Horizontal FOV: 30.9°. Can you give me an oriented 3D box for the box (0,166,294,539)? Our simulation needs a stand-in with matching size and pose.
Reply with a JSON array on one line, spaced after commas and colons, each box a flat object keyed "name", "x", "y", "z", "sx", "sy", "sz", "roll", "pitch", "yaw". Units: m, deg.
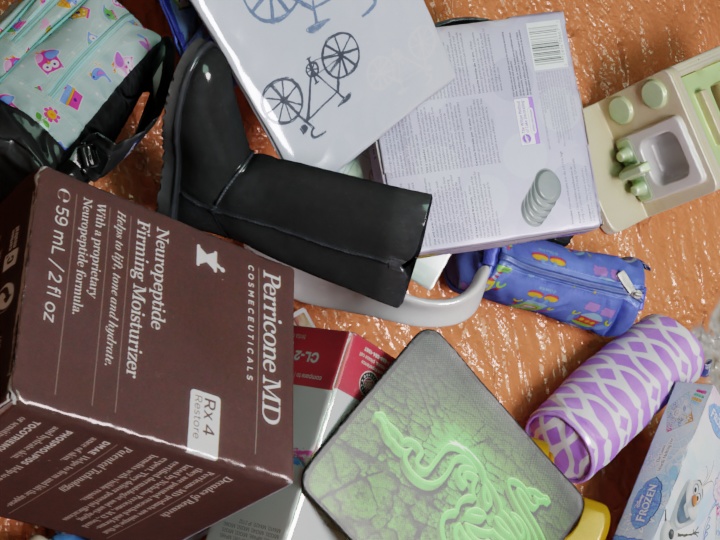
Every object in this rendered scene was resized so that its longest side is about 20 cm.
[{"name": "box", "x": -0.169, "y": 0.067, "z": 0.852, "sx": 0.200, "sy": 0.164, "sz": 0.167, "roll": 22, "pitch": 51, "yaw": -34}]

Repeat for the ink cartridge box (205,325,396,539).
[{"name": "ink cartridge box", "x": -0.024, "y": 0.160, "z": 0.984, "sx": 0.146, "sy": 0.083, "sz": 0.201, "roll": 36, "pitch": 66, "yaw": -46}]

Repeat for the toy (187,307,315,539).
[{"name": "toy", "x": -0.085, "y": 0.118, "z": 1.018, "sx": 0.200, "sy": 0.047, "sz": 0.115, "roll": -30, "pitch": 93, "yaw": -35}]

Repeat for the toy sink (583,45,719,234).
[{"name": "toy sink", "x": 0.320, "y": -0.137, "z": 1.309, "sx": 0.200, "sy": 0.112, "sz": 0.131, "roll": -24, "pitch": 90, "yaw": -35}]

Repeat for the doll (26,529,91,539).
[{"name": "doll", "x": -0.204, "y": 0.143, "z": 0.933, "sx": 0.200, "sy": 0.048, "sz": 0.137, "roll": 48, "pitch": 52, "yaw": -13}]

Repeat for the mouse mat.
[{"name": "mouse mat", "x": 0.066, "y": 0.163, "z": 0.955, "sx": 0.200, "sy": 0.008, "sz": 0.161, "roll": 48, "pitch": 64, "yaw": -15}]

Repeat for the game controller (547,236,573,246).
[{"name": "game controller", "x": 0.136, "y": -0.107, "z": 1.234, "sx": 0.200, "sy": 0.042, "sz": 0.105, "roll": 36, "pitch": 46, "yaw": -21}]

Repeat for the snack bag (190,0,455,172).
[{"name": "snack bag", "x": -0.023, "y": -0.184, "z": 1.009, "sx": 0.188, "sy": 0.021, "sz": 0.200, "roll": -41, "pitch": 118, "yaw": -24}]

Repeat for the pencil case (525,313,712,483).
[{"name": "pencil case", "x": 0.237, "y": 0.117, "z": 1.211, "sx": 0.200, "sy": 0.086, "sz": 0.084, "roll": -31, "pitch": 58, "yaw": -35}]

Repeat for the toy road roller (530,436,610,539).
[{"name": "toy road roller", "x": 0.111, "y": 0.228, "z": 1.038, "sx": 0.145, "sy": 0.123, "sz": 0.201, "roll": 17, "pitch": 70, "yaw": 1}]

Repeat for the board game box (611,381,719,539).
[{"name": "board game box", "x": 0.309, "y": 0.241, "z": 1.199, "sx": 0.200, "sy": 0.043, "sz": 0.199, "roll": 52, "pitch": 56, "yaw": -36}]

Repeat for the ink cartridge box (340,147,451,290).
[{"name": "ink cartridge box", "x": 0.039, "y": -0.106, "z": 1.143, "sx": 0.160, "sy": 0.047, "sz": 0.201, "roll": 30, "pitch": 82, "yaw": -6}]

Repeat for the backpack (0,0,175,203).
[{"name": "backpack", "x": -0.222, "y": -0.122, "z": 0.933, "sx": 0.127, "sy": 0.167, "sz": 0.200, "roll": 41, "pitch": 51, "yaw": -18}]

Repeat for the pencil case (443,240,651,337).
[{"name": "pencil case", "x": 0.175, "y": 0.006, "z": 1.193, "sx": 0.199, "sy": 0.087, "sz": 0.078, "roll": 15, "pitch": 80, "yaw": -28}]

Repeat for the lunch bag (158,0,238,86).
[{"name": "lunch bag", "x": -0.118, "y": -0.243, "z": 1.035, "sx": 0.094, "sy": 0.151, "sz": 0.201, "roll": -11, "pitch": 89, "yaw": 9}]

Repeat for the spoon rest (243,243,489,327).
[{"name": "spoon rest", "x": 0.000, "y": 0.000, "z": 1.042, "sx": 0.199, "sy": 0.100, "sz": 0.061, "roll": 15, "pitch": 42, "yaw": 5}]

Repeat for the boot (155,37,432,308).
[{"name": "boot", "x": -0.043, "y": -0.069, "z": 0.949, "sx": 0.199, "sy": 0.165, "sz": 0.066, "roll": 21, "pitch": 47, "yaw": 8}]

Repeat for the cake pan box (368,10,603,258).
[{"name": "cake pan box", "x": 0.097, "y": -0.117, "z": 1.105, "sx": 0.183, "sy": 0.052, "sz": 0.201, "roll": -10, "pitch": 87, "yaw": -12}]
